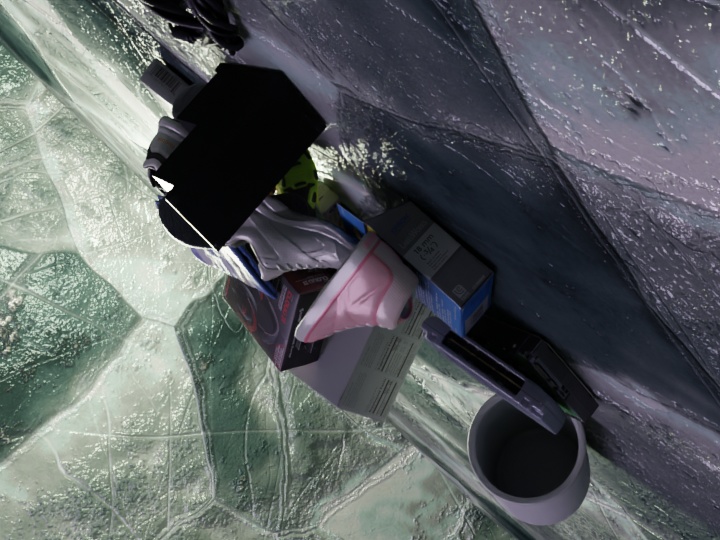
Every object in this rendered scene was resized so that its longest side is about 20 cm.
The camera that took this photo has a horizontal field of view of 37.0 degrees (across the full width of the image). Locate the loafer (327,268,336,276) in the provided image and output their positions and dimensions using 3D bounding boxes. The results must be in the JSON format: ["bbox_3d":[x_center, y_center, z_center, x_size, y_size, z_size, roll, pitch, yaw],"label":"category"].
[{"bbox_3d":[-0.088,-0.027,1.632,0.071,0.073,0.199,48,171,-38],"label":"loafer"}]

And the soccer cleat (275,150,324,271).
[{"bbox_3d":[-0.086,-0.091,1.479,0.084,0.064,0.203,40,151,54],"label":"soccer cleat"}]

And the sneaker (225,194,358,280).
[{"bbox_3d":[-0.082,-0.025,1.347,0.197,0.101,0.078,24,179,8],"label":"sneaker"}]

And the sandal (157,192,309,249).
[{"bbox_3d":[-0.164,-0.064,1.391,0.196,0.078,0.043,2,175,-19],"label":"sandal"}]

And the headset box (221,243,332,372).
[{"bbox_3d":[-0.116,0.036,1.582,0.200,0.074,0.150,48,136,35],"label":"headset box"}]

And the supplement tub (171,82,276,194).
[{"bbox_3d":[-0.195,-0.179,1.539,0.106,0.107,0.200,35,169,33],"label":"supplement tub"}]

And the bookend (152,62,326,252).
[{"bbox_3d":[-0.172,-0.146,1.318,0.092,0.201,0.198,46,168,-29],"label":"bookend"}]

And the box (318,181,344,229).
[{"bbox_3d":[-0.049,-0.074,1.618,0.039,0.042,0.200,39,169,14],"label":"box"}]

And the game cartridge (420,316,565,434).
[{"bbox_3d":[0.175,0.136,1.398,0.199,0.041,0.133,35,173,29],"label":"game cartridge"}]

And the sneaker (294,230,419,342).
[{"bbox_3d":[-0.001,0.047,1.290,0.104,0.076,0.201,36,134,-4],"label":"sneaker"}]

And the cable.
[{"bbox_3d":[-0.209,-0.309,1.195,0.162,0.051,0.201,36,168,29],"label":"cable"}]

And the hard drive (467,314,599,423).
[{"bbox_3d":[0.217,0.123,1.442,0.140,0.038,0.199,46,170,-24],"label":"hard drive"}]

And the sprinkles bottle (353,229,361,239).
[{"bbox_3d":[0.000,0.000,1.468,0.068,0.068,0.200,43,-167,-11],"label":"sprinkles bottle"}]

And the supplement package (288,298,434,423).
[{"bbox_3d":[-0.001,0.097,1.633,0.110,0.203,0.155,23,-176,-42],"label":"supplement package"}]

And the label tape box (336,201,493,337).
[{"bbox_3d":[0.070,-0.019,1.324,0.199,0.063,0.144,41,171,15],"label":"label tape box"}]

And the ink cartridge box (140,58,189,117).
[{"bbox_3d":[-0.255,-0.238,1.722,0.162,0.057,0.200,39,178,16],"label":"ink cartridge box"}]

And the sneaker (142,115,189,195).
[{"bbox_3d":[-0.256,-0.132,1.462,0.073,0.081,0.200,24,163,11],"label":"sneaker"}]

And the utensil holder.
[{"bbox_3d":[0.258,0.280,1.597,0.169,0.171,0.200,36,172,26],"label":"utensil holder"}]

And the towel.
[{"bbox_3d":[-0.208,-0.033,1.538,0.199,0.024,0.148,25,156,48],"label":"towel"}]
